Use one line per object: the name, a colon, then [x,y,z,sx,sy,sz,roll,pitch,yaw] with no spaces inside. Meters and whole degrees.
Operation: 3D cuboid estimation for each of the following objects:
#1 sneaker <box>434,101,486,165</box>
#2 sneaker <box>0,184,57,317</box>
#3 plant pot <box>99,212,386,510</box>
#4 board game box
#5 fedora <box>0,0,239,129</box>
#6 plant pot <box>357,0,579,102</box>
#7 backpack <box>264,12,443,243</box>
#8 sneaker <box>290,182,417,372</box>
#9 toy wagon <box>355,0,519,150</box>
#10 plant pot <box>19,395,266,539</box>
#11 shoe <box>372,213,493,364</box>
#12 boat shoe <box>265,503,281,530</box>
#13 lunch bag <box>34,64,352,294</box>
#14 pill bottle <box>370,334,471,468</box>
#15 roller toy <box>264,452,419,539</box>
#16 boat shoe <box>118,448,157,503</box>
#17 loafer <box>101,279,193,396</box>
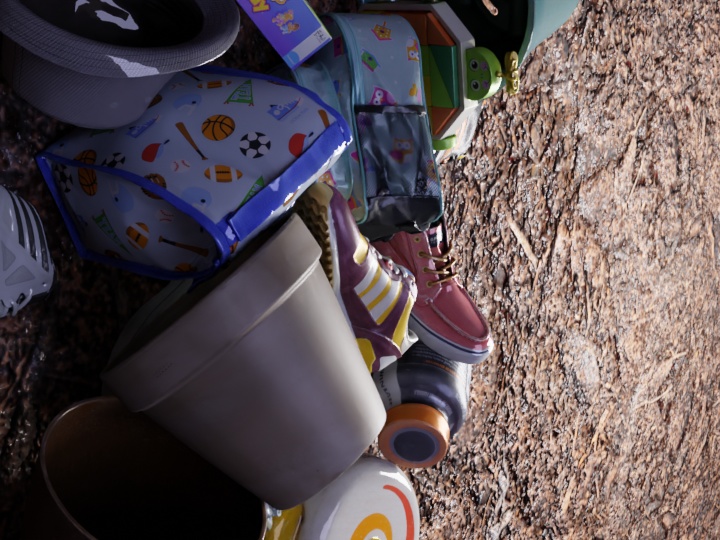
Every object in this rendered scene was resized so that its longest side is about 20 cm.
sneaker: [0.086,-0.137,1.304,0.090,0.069,0.202,50,59,-40]
sneaker: [-0.281,0.036,0.889,0.115,0.075,0.204,21,80,-49]
plant pot: [-0.075,0.083,0.941,0.174,0.199,0.200,51,54,-6]
board game box: [-0.110,-0.274,0.981,0.045,0.135,0.200,-36,136,6]
fedora: [-0.194,-0.172,0.909,0.199,0.176,0.091,-34,154,-51]
plant pot: [0.129,-0.295,1.240,0.196,0.197,0.204,-35,125,-50]
backpack: [-0.016,-0.134,1.099,0.151,0.175,0.204,3,84,-22]
sneaker: [0.000,0.000,1.037,0.089,0.075,0.202,-27,132,-20]
toy wagon: [0.063,-0.196,1.160,0.039,0.198,0.158,-23,116,-43]
plant pot: [-0.198,0.239,0.958,0.185,0.187,0.202,-4,131,-50]
shoe: [0.068,-0.001,1.205,0.071,0.200,0.092,-29,158,-44]
boat shoe: [-0.106,0.242,1.059,0.075,0.064,0.204,109,4,-61]
lunch bag: [-0.125,-0.075,0.958,0.170,0.198,0.125,-46,130,-35]
pill bottle: [0.062,0.106,1.245,0.202,0.104,0.107,-79,152,-49]
roller toy: [-0.033,0.265,1.199,0.182,0.138,0.202,-45,130,-35]
boat shoe: [-0.143,0.170,1.104,0.198,0.074,0.094,-17,117,-39]
loafer: [-0.153,0.048,1.055,0.201,0.069,0.070,-58,137,-24]
